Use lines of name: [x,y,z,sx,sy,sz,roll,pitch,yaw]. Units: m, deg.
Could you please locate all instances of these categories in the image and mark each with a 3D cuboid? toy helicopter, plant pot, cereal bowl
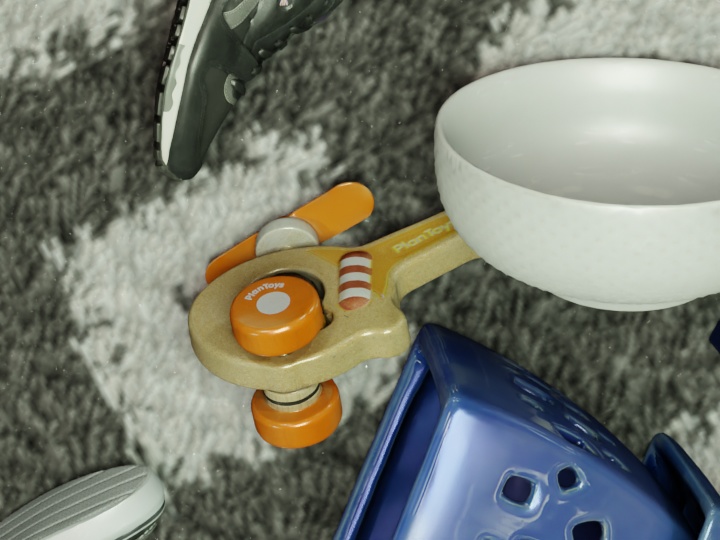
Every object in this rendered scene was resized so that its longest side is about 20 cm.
toy helicopter: [0.000,0.000,1.418,0.199,0.132,0.079,-25,128,-17]
plant pot: [0.084,0.161,1.387,0.179,0.200,0.201,20,97,-8]
cereal bowl: [0.134,-0.036,1.361,0.199,0.200,0.084,1,114,1]

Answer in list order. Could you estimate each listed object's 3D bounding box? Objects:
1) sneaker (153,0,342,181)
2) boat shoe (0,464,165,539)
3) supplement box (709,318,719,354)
sneaker: [-0.051,-0.138,1.410,0.087,0.076,0.201,15,98,-7]
boat shoe: [-0.181,0.175,1.462,0.199,0.072,0.071,-31,105,15]
supplement box: [0.279,-0.018,1.397,0.109,0.109,0.201,26,98,-3]
